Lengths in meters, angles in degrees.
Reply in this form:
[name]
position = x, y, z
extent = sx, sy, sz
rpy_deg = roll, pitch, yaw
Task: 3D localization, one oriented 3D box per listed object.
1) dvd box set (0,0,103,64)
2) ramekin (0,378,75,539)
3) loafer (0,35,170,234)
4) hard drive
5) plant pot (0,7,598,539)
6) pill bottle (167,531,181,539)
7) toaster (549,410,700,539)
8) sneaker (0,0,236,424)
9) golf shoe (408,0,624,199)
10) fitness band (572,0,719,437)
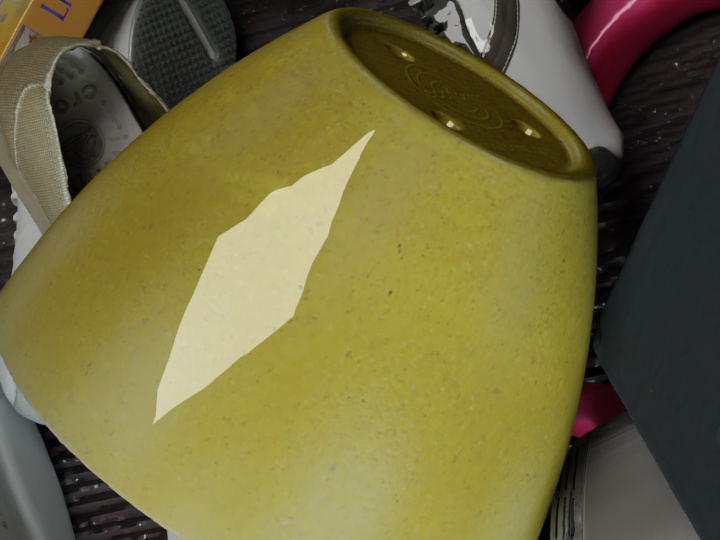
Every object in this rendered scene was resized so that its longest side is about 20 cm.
[dvd box set]
position = -0.121, -0.145, 1.258
extent = 0.201, 0.029, 0.146
rpy_deg = -62, 18, -7
[ramekin]
position = -0.187, 0.087, 1.138
extent = 0.097, 0.201, 0.201
rpy_deg = -24, 58, 10
[loafer]
position = -0.077, -0.006, 1.142
extent = 0.076, 0.067, 0.200
rpy_deg = -37, 87, -18
[hard drive]
position = 0.134, 0.021, 0.878
extent = 0.200, 0.033, 0.140
rpy_deg = -116, 42, -55
[plant pot]
position = 0.000, 0.000, 0.982
extent = 0.200, 0.200, 0.142
rpy_deg = 45, 113, 36
[pill bottle]
position = 0.009, 0.152, 1.037
extent = 0.119, 0.120, 0.200
rpy_deg = -37, 54, 10
[toaster]
position = 0.138, 0.100, 0.977
extent = 0.129, 0.114, 0.201
rpy_deg = -25, 35, 21
[sneaker]
position = -0.110, -0.027, 1.228
extent = 0.080, 0.070, 0.201
rpy_deg = -8, 58, 44
[golf shoe]
position = 0.056, -0.124, 1.107
extent = 0.094, 0.078, 0.201
rpy_deg = -33, 76, 5
[fitness band]
position = 0.119, -0.030, 1.108
extent = 0.143, 0.037, 0.201
rpy_deg = 16, 76, 35
